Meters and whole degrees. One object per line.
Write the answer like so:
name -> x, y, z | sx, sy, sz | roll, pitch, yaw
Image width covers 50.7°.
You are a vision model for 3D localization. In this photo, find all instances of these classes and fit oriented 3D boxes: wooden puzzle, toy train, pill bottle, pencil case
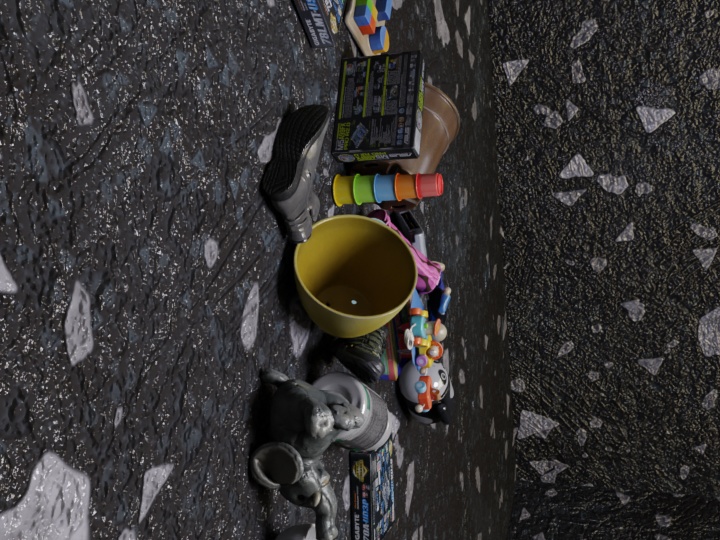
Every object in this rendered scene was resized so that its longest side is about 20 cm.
wooden puzzle -> 0.025, -0.530, 1.553 | 0.200, 0.046, 0.187 | 52, 41, -61
toy train -> 0.129, 0.169, 1.459 | 0.151, 0.055, 0.201 | -76, 158, -52
pill bottle -> -0.015, 0.253, 1.331 | 0.200, 0.112, 0.114 | 49, 44, -62
pencil case -> 0.085, -0.034, 1.548 | 0.200, 0.093, 0.091 | 41, 63, -27

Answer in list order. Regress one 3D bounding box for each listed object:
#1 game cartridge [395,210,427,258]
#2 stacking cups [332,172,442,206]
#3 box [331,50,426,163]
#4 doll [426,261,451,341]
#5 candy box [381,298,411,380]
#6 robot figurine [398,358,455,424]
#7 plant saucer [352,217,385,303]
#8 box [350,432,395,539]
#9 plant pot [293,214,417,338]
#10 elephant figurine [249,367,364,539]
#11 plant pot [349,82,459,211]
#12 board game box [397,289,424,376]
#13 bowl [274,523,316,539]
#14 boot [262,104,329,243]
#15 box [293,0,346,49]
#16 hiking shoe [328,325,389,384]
game cartridge -> 0.116, -0.053, 1.720 | 0.200, 0.041, 0.134 | -110, -173, -66
stacking cups -> 0.052, -0.149, 1.392 | 0.060, 0.198, 0.061 | 0, 90, -73
box -> 0.036, -0.303, 1.411 | 0.044, 0.159, 0.202 | 41, 51, -63
doll -> 0.166, 0.078, 1.666 | 0.201, 0.048, 0.137 | -90, -166, -48
candy box -> 0.060, 0.111, 1.607 | 0.200, 0.076, 0.171 | -46, 133, -62
robot figurine -> 0.164, 0.291, 1.837 | 0.125, 0.149, 0.201 | -63, 150, -28
plant saucer -> 0.000, 0.000, 1.428 | 0.199, 0.036, 0.202 | -20, 115, -51
box -> 0.027, 0.447, 1.554 | 0.159, 0.046, 0.202 | -15, 104, -71
plant pot -> -0.020, 0.030, 1.249 | 0.142, 0.198, 0.201 | 109, -3, -53
elephant figurine -> -0.090, 0.274, 1.106 | 0.141, 0.155, 0.201 | 18, 99, -34
plant pot -> 0.079, -0.239, 1.510 | 0.201, 0.199, 0.199 | 66, 37, -50
board game box -> 0.103, 0.131, 1.564 | 0.200, 0.039, 0.159 | 60, 30, -64
bowl -> -0.100, 0.496, 1.139 | 0.201, 0.074, 0.201 | 69, 28, -48
boot -> -0.091, -0.153, 1.201 | 0.132, 0.069, 0.201 | 69, 39, -53
box -> -0.072, -0.513, 1.265 | 0.200, 0.049, 0.200 | 62, 34, -55
hiking shoe -> 0.007, 0.127, 1.306 | 0.076, 0.101, 0.200 | 45, -8, -17
